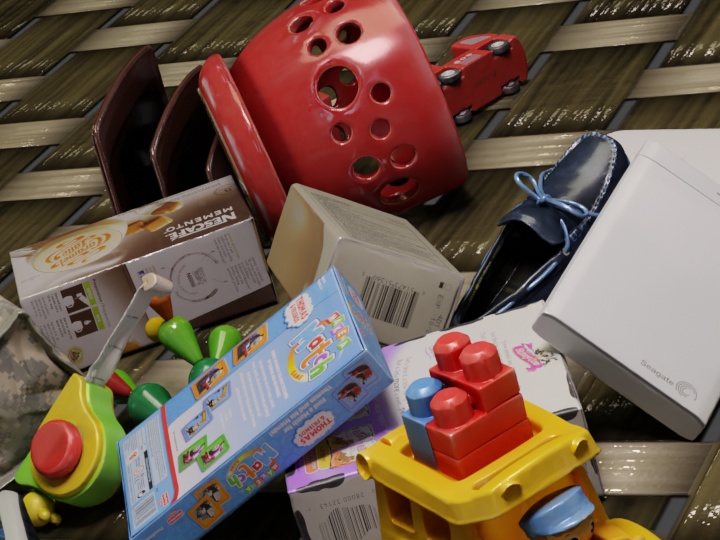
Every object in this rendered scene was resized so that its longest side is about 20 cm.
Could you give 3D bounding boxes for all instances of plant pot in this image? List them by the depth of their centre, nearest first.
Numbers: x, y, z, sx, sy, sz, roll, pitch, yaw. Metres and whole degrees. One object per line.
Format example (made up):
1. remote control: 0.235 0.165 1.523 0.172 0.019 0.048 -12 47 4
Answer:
1. plant pot: -0.028 -0.129 2.018 0.182 0.201 0.201 -25 25 -1

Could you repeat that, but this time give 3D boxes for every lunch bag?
1. lunch bag: -0.324 0.107 1.790 0.200 0.118 0.164 -48 34 -10

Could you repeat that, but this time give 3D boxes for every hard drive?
1. hard drive: 0.212 0.009 1.641 0.200 0.132 0.027 -55 -1 -42

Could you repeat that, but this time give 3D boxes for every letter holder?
1. letter holder: -0.155 -0.118 2.133 0.100 0.143 0.200 -10 25 15

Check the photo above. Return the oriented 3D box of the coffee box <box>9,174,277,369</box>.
1. coffee box: -0.179 0.004 1.966 0.199 0.080 0.114 -19 25 -4

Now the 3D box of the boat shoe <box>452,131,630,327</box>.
1. boat shoe: 0.135 -0.020 1.737 0.084 0.069 0.201 10 66 40

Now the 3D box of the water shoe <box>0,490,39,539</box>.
1. water shoe: -0.247 0.211 1.585 0.079 0.072 0.200 -21 24 -4

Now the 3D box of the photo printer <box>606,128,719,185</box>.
1. photo printer: 0.225 -0.049 1.831 0.199 0.070 0.166 2 31 35

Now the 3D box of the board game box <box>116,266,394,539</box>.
1. board game box: -0.075 0.096 1.607 0.200 0.037 0.151 -40 22 7

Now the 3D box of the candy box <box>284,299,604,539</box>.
1. candy box: 0.050 0.110 1.608 0.199 0.072 0.168 -16 24 3

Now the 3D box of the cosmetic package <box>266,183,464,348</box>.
1. cosmetic package: 0.000 0.000 1.790 0.105 0.071 0.200 18 9 -13

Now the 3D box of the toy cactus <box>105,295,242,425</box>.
1. toy cactus: -0.113 0.088 1.754 0.199 0.103 0.165 0 38 16

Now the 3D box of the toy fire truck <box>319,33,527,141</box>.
1. toy fire truck: 0.043 -0.163 2.215 0.200 0.049 0.141 -33 29 -32

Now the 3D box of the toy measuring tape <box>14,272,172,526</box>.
1. toy measuring tape: -0.179 0.101 1.702 0.201 0.073 0.074 -57 27 5

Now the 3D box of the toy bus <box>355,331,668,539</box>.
1. toy bus: 0.091 0.137 1.383 0.135 0.193 0.200 -27 28 -25
